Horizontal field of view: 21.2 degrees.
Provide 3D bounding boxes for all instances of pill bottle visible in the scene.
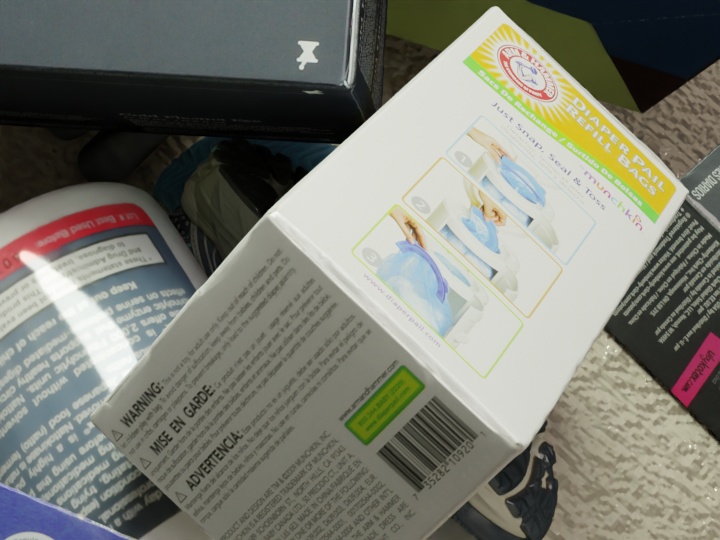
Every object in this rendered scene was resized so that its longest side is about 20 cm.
[{"bbox_3d":[-0.074,0.079,0.689,0.119,0.120,0.200,-22,66,-32],"label":"pill bottle"}]

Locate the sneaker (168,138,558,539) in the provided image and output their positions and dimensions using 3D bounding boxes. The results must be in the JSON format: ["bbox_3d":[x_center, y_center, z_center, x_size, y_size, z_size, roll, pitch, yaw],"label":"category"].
[{"bbox_3d":[-0.005,0.042,0.773,0.200,0.086,0.078,46,28,5],"label":"sneaker"}]

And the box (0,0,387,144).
[{"bbox_3d":[-0.090,-0.110,0.701,0.199,0.182,0.105,3,89,2],"label":"box"}]

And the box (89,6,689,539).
[{"bbox_3d":[0.018,0.008,0.651,0.101,0.113,0.200,43,35,0],"label":"box"}]

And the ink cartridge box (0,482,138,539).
[{"bbox_3d":[-0.192,0.143,0.606,0.199,0.201,0.041,23,10,-7],"label":"ink cartridge box"}]

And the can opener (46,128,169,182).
[{"bbox_3d":[-0.067,-0.117,0.891,0.053,0.066,0.200,53,55,-16],"label":"can opener"}]

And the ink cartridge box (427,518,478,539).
[{"bbox_3d":[-0.052,0.129,0.766,0.199,0.047,0.160,25,52,14],"label":"ink cartridge box"}]

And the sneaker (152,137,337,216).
[{"bbox_3d":[0.000,0.000,0.843,0.199,0.081,0.077,20,53,14],"label":"sneaker"}]

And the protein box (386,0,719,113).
[{"bbox_3d":[0.087,-0.211,0.885,0.198,0.135,0.201,15,67,-19],"label":"protein box"}]

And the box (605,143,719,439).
[{"bbox_3d":[0.225,0.028,0.897,0.200,0.106,0.122,45,54,8],"label":"box"}]
